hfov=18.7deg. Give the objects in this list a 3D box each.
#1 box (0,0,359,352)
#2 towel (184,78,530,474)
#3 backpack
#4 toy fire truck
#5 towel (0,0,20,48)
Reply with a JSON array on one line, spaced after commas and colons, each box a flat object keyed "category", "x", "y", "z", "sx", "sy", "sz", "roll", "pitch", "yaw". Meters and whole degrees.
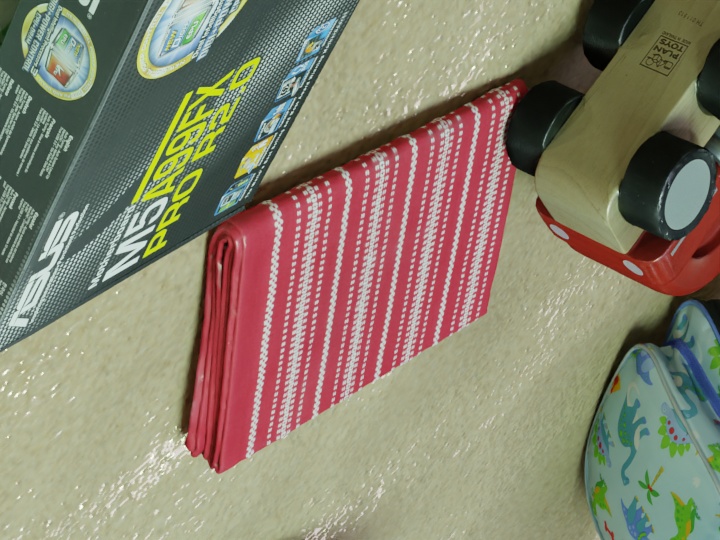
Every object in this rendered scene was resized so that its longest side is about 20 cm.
[{"category": "box", "x": -0.064, "y": -0.074, "z": 0.759, "sx": 0.160, "sy": 0.044, "sz": 0.201, "roll": -34, "pitch": 161, "yaw": -49}, {"category": "towel", "x": 0.000, "y": 0.000, "z": 1.024, "sx": 0.199, "sy": 0.022, "sz": 0.145, "roll": -28, "pitch": 141, "yaw": -38}, {"category": "backpack", "x": 0.223, "y": 0.133, "z": 1.332, "sx": 0.146, "sy": 0.184, "sz": 0.201, "roll": -9, "pitch": 138, "yaw": -20}, {"category": "toy fire truck", "x": 0.169, "y": -0.065, "z": 1.101, "sx": 0.177, "sy": 0.128, "sz": 0.200, "roll": -54, "pitch": 142, "yaw": -12}, {"category": "towel", "x": -0.119, "y": -0.077, "z": 0.712, "sx": 0.153, "sy": 0.023, "sz": 0.200, "roll": -48, "pitch": 168, "yaw": -8}]
